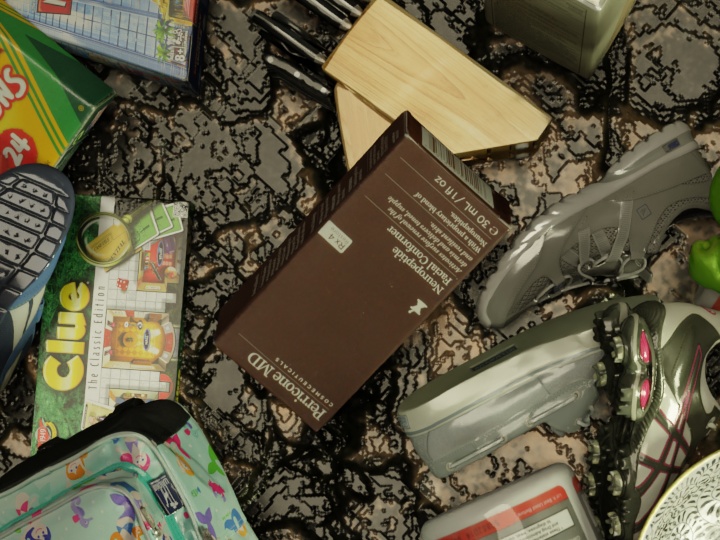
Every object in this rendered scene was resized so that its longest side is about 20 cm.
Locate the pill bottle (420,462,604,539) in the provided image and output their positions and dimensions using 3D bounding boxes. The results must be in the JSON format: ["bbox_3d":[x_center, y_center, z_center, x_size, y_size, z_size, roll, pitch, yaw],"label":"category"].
[{"bbox_3d":[0.128,0.241,1.240,0.115,0.116,0.201,-24,83,1],"label":"pill bottle"}]

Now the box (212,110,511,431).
[{"bbox_3d":[0.000,0.000,1.261,0.100,0.075,0.200,40,106,-11],"label":"box"}]

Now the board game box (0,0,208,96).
[{"bbox_3d":[-0.208,-0.237,1.339,0.198,0.062,0.202,4,85,4],"label":"board game box"}]

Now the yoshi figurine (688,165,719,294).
[{"bbox_3d":[0.268,0.005,1.169,0.112,0.112,0.201,-28,116,-31],"label":"yoshi figurine"}]

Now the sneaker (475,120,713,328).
[{"bbox_3d":[0.168,-0.018,1.283,0.200,0.075,0.082,-37,81,-1],"label":"sneaker"}]

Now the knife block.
[{"bbox_3d":[0.026,-0.157,1.312,0.198,0.064,0.177,-9,85,4],"label":"knife block"}]

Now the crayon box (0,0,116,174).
[{"bbox_3d":[-0.289,-0.135,1.303,0.200,0.051,0.127,38,113,-2],"label":"crayon box"}]

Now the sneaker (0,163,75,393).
[{"bbox_3d":[-0.257,0.016,1.295,0.074,0.082,0.201,28,97,5],"label":"sneaker"}]

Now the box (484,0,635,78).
[{"bbox_3d":[0.137,-0.203,1.241,0.095,0.200,0.078,31,87,6],"label":"box"}]

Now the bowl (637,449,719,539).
[{"bbox_3d":[0.270,0.210,1.239,0.199,0.094,0.203,0,89,-2],"label":"bowl"}]

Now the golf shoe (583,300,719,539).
[{"bbox_3d":[0.201,0.115,1.243,0.087,0.077,0.201,-5,117,-13],"label":"golf shoe"}]

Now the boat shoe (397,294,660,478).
[{"bbox_3d":[0.126,0.083,1.288,0.200,0.070,0.072,-25,101,1],"label":"boat shoe"}]

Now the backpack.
[{"bbox_3d":[-0.155,0.210,1.241,0.177,0.151,0.201,-27,101,21],"label":"backpack"}]

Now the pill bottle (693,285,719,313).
[{"bbox_3d":[0.336,0.025,1.249,0.199,0.112,0.113,27,87,6],"label":"pill bottle"}]

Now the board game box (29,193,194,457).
[{"bbox_3d":[-0.179,0.047,1.329,0.104,0.023,0.202,3,85,7],"label":"board game box"}]
